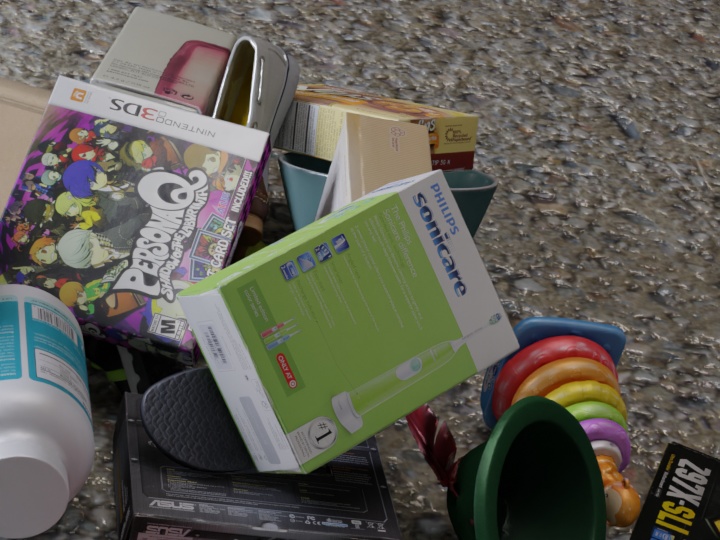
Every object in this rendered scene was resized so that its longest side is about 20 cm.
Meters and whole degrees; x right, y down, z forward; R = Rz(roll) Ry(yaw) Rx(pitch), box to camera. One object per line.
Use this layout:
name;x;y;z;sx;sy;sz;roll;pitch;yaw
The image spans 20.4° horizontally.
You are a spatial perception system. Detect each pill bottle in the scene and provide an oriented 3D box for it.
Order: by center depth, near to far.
pill bottle;-0.247;0.103;1.427;0.110;0.111;0.200;8;28;-15

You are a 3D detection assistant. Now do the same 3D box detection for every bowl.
bowl;0.019;-0.043;1.817;0.200;0.105;0.201;7;12;-1

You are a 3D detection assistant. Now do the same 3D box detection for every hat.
hat;0.072;0.178;1.512;0.176;0.166;0.200;-9;44;37

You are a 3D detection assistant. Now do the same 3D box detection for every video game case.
video game case;-0.184;-0.041;1.563;0.181;0.036;0.201;16;66;6

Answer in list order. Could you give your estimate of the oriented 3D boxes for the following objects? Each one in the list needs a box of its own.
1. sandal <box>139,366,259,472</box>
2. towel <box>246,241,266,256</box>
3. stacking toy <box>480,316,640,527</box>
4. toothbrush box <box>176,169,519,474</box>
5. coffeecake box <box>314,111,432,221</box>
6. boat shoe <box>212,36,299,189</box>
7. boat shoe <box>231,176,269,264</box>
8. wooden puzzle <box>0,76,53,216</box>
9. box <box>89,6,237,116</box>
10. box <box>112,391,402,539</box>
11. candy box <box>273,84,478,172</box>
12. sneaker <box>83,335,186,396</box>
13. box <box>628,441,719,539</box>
sandal;-0.070;0.108;1.469;0.199;0.076;0.043;-1;-8;-28
towel;-0.052;0.030;1.770;0.200;0.018;0.086;33;31;31
stacking toy;0.177;0.136;1.595;0.109;0.116;0.200;6;32;-20
toothbrush box;-0.007;0.037;1.435;0.200;0.146;0.086;-29;9;-25
coffeecake box;0.000;0.000;1.627;0.073;0.200;0.154;10;39;-11
boat shoe;-0.120;-0.113;1.776;0.074;0.203;0.086;16;-6;40
boat shoe;-0.122;-0.044;1.691;0.070;0.200;0.071;8;72;-22
wooden puzzle;-0.284;-0.072;1.748;0.184;0.037;0.201;16;59;0
box;-0.195;-0.149;1.907;0.109;0.128;0.200;15;28;-1
box;-0.079;0.162;1.474;0.199;0.048;0.159;8;27;-14
candy box;-0.005;-0.131;1.836;0.200;0.056;0.115;15;14;40
sneaker;-0.208;0.047;1.598;0.072;0.083;0.200;16;43;-61
box;0.290;0.223;1.560;0.159;0.050;0.200;20;28;12
